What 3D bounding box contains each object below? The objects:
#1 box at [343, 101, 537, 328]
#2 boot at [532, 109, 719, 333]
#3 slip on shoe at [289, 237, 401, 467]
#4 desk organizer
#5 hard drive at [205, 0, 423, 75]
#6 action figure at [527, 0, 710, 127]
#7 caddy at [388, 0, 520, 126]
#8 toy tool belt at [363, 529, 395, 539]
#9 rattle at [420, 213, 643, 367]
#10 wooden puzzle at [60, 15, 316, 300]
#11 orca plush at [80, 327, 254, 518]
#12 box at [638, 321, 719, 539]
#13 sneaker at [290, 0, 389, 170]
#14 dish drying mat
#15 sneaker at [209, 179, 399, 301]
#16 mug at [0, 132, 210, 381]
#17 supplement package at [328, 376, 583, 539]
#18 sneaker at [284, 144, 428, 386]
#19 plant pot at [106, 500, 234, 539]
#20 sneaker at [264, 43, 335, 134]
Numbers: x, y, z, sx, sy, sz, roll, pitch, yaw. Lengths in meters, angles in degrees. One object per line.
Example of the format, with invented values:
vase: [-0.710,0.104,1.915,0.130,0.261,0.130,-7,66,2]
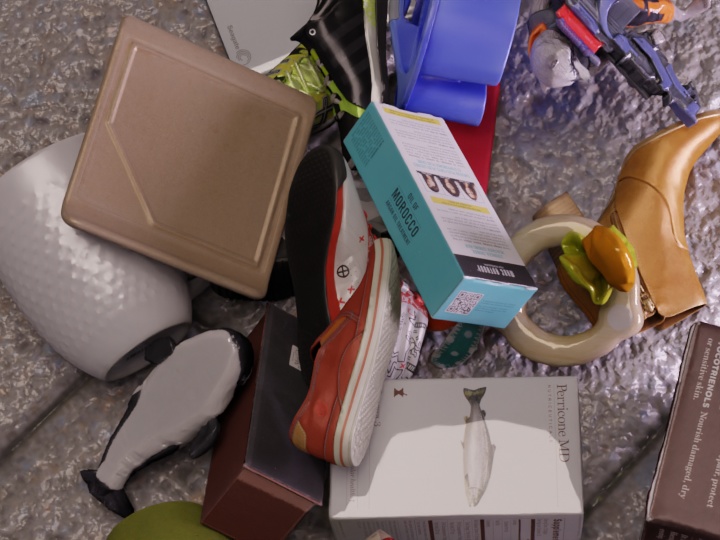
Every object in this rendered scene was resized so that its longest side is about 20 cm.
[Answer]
box: [0.062,-0.047,1.460,0.082,0.049,0.201,9,42,-38]
boot: [0.260,-0.033,1.538,0.200,0.071,0.145,-32,74,-2]
slip on shoe: [-0.008,0.058,1.403,0.061,0.074,0.201,8,59,15]
desk organizer: [-0.073,0.128,1.467,0.071,0.077,0.201,28,34,-17]
hard drive: [-0.041,-0.258,1.672,0.198,0.027,0.133,-21,68,-3]
action figure: [0.219,-0.201,1.556,0.193,0.105,0.201,-37,89,-36]
caddy: [0.076,-0.224,1.560,0.104,0.142,0.201,15,60,-4]
toy tool belt: [0.023,0.309,1.368,0.122,0.201,0.125,-33,25,1]
rattle: [0.127,0.028,1.459,0.198,0.143,0.131,-7,104,10]
wooden puzzle: [-0.141,-0.092,1.493,0.184,0.037,0.202,22,65,-20]
orca plush: [-0.143,0.125,1.490,0.105,0.071,0.201,40,109,32]
box: [0.328,0.163,1.394,0.198,0.166,0.166,14,69,10]
sneaker: [-0.022,-0.186,1.560,0.082,0.072,0.202,2,83,-13]
dish drying mat: [0.076,-0.098,1.571,0.076,0.018,0.201,11,52,-1]
sneaker: [-0.045,-0.036,1.563,0.198,0.074,0.089,-18,66,-14]
mug: [-0.205,-0.013,1.537,0.199,0.148,0.176,-26,76,-33]
supplement package: [0.077,0.158,1.446,0.198,0.118,0.118,-2,66,4]
sneaker: [-0.001,0.001,1.499,0.067,0.107,0.204,-11,79,47]
plant pot: [-0.132,0.288,1.398,0.186,0.188,0.201,-21,52,-3]
sneaker: [-0.062,-0.147,1.594,0.075,0.076,0.200,43,81,0]
